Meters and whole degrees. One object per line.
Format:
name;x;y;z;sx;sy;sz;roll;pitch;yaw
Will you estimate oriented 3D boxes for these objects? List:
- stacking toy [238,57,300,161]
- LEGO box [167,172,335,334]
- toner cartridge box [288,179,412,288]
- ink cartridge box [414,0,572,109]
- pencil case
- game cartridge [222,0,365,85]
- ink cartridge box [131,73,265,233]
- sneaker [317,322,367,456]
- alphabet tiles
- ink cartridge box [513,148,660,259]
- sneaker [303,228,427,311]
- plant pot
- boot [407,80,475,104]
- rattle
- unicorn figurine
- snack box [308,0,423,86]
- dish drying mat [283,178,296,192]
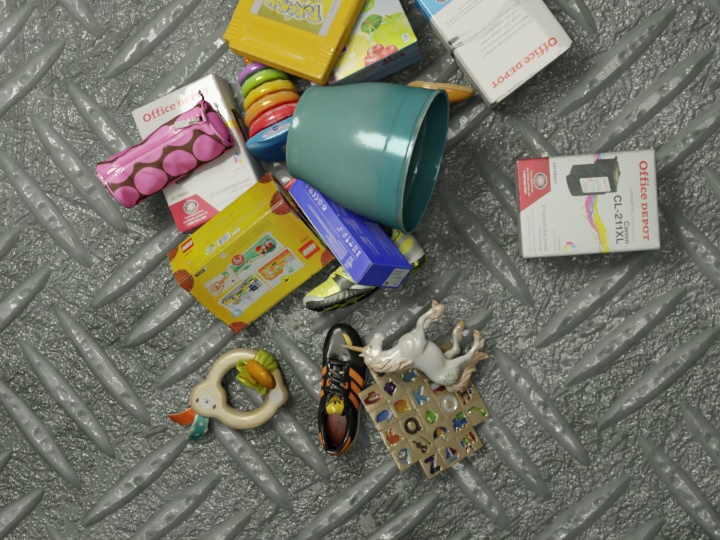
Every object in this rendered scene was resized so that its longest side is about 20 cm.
stacking toy;-0.142;-0.276;1.364;0.115;0.110;0.202;-23;79;7
LEGO box;-0.160;-0.022;1.342;0.199;0.077;0.149;-37;133;6
toner cartridge box;-0.016;-0.060;1.309;0.043;0.094;0.201;-52;55;24
ink cartridge box;0.192;-0.361;1.323;0.145;0.084;0.201;-35;90;6
pencil case;-0.284;-0.167;1.294;0.199;0.094;0.091;-31;89;10
game cartridge;-0.086;-0.384;1.295;0.175;0.032;0.202;22;81;19
ink cartridge box;-0.239;-0.174;1.377;0.146;0.086;0.202;-23;92;7
sneaker;-0.029;0.183;1.370;0.069;0.090;0.203;3;94;6
alphabet tiles;0.098;0.205;1.378;0.165;0.006;0.201;-29;90;-10
ink cartridge box;0.330;-0.097;1.323;0.197;0.083;0.148;-4;92;7
sneaker;0.000;0.000;1.374;0.198;0.075;0.077;-26;82;-3
plant pot;0.005;-0.172;1.251;0.186;0.200;0.202;17;95;15
boot;0.072;-0.209;1.357;0.199;0.071;0.146;1;98;11
rattle;-0.212;0.206;1.371;0.198;0.143;0.131;-22;109;0
unicorn figurine;0.093;0.116;1.342;0.199;0.074;0.138;35;88;-8
snack box;-0.023;-0.371;1.331;0.167;0.068;0.202;-25;73;7
dish drying mat;-0.157;-0.062;1.387;0.199;0.077;0.018;-37;51;6
